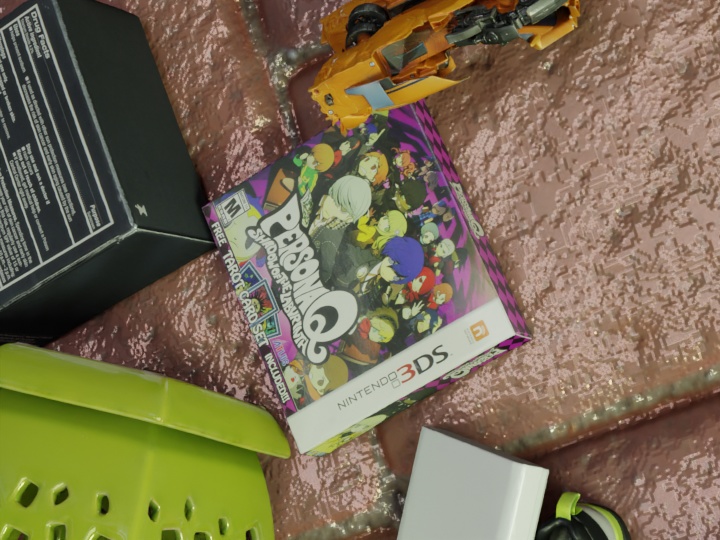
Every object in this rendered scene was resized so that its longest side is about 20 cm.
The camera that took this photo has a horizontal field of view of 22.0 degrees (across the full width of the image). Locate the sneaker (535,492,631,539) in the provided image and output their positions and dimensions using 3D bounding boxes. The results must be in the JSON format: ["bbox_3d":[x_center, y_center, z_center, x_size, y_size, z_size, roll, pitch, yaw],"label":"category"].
[{"bbox_3d":[0.120,0.238,1.156,0.071,0.083,0.201,2,85,29],"label":"sneaker"}]

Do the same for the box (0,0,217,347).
[{"bbox_3d":[-0.236,-0.068,1.365,0.198,0.123,0.201,-28,73,24],"label":"box"}]

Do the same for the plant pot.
[{"bbox_3d":[-0.171,0.158,1.267,0.198,0.200,0.182,9,81,30],"label":"plant pot"}]

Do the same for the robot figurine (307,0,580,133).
[{"bbox_3d":[0.063,-0.169,1.228,0.199,0.058,0.145,-21,34,20],"label":"robot figurine"}]

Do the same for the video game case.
[{"bbox_3d":[0.000,0.000,1.278,0.181,0.036,0.201,-30,71,21],"label":"video game case"}]

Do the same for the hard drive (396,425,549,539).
[{"bbox_3d":[0.057,0.211,1.192,0.132,0.027,0.201,14,92,62],"label":"hard drive"}]
